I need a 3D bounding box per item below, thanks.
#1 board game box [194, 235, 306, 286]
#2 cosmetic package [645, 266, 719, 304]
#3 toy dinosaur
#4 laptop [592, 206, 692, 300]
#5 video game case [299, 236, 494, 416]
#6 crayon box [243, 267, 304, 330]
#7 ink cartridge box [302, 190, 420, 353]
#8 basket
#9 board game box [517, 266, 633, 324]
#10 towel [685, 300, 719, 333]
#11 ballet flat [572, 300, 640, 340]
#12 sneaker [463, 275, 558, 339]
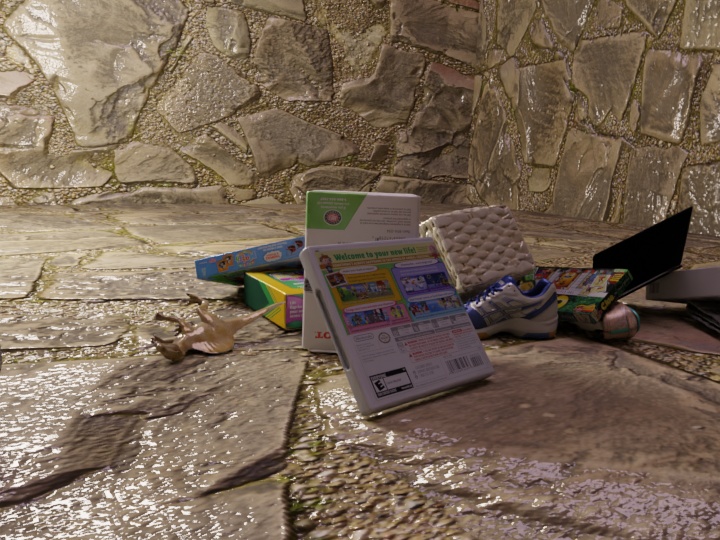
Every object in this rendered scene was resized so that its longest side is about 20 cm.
[{"bbox_3d":[-0.154,-0.013,1.121,0.197,0.037,0.151,-12,-10,15],"label":"board game box"},{"bbox_3d":[0.608,0.030,1.116,0.149,0.053,0.200,9,-7,-16],"label":"cosmetic package"},{"bbox_3d":[-0.196,0.076,0.855,0.100,0.059,0.199,26,29,29],"label":"toy dinosaur"},{"bbox_3d":[0.437,-0.022,1.127,0.185,0.117,0.200,-24,11,-8],"label":"laptop"},{"bbox_3d":[0.044,0.050,0.730,0.198,0.184,0.022,-6,-25,-41],"label":"video game case"},{"bbox_3d":[-0.061,0.039,1.040,0.197,0.059,0.172,-4,13,-30],"label":"crayon box"},{"bbox_3d":[0.000,0.000,0.865,0.143,0.203,0.084,3,7,-1],"label":"ink cartridge box"},{"bbox_3d":[0.162,-0.019,1.052,0.198,0.137,0.123,-12,-17,-39],"label":"basket"},{"bbox_3d":[0.311,0.034,1.036,0.105,0.024,0.199,-45,22,-22],"label":"board game box"},{"bbox_3d":[0.633,0.091,1.030,0.197,0.035,0.193,6,13,3],"label":"towel"},{"bbox_3d":[0.347,0.059,1.027,0.066,0.069,0.200,-16,12,-9],"label":"ballet flat"},{"bbox_3d":[0.190,0.049,0.962,0.197,0.090,0.075,-1,12,-12],"label":"sneaker"}]
